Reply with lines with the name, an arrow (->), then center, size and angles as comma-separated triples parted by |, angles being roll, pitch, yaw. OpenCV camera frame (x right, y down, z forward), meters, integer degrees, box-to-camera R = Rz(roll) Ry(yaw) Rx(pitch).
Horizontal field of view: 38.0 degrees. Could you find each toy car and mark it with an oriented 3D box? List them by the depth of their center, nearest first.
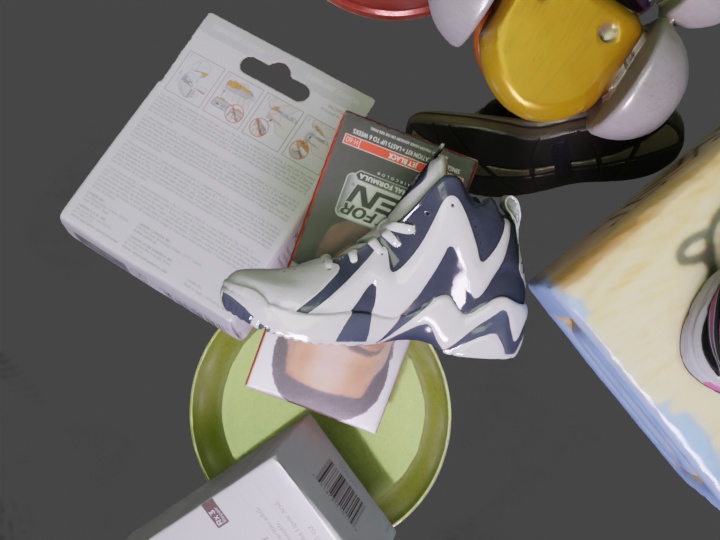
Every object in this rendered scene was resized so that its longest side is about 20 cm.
toy car -> 0.149, -0.195, 0.688 | 0.174, 0.150, 0.201 | 32, 102, -6

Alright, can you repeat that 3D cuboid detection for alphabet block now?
alphabet block -> 0.249, 0.019, 0.686 | 0.200, 0.196, 0.196 | -40, 88, 4

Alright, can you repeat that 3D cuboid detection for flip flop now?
flip flop -> 0.132, -0.102, 0.762 | 0.198, 0.081, 0.058 | -5, 55, 13

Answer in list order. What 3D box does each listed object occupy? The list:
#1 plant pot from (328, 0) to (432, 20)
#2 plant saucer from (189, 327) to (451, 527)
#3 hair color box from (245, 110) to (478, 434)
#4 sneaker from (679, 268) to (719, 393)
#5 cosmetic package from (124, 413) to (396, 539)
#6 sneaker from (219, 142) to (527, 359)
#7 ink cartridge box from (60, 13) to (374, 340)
plant pot -> 0.019, -0.293, 0.706 | 0.198, 0.195, 0.203 | 0, 90, 6
plant saucer -> -0.030, 0.108, 0.794 | 0.197, 0.031, 0.203 | 0, 90, 5
hair color box -> 0.000, 0.000, 0.735 | 0.101, 0.061, 0.202 | 19, 96, -3
sneaker -> 0.242, -0.023, 0.546 | 0.080, 0.086, 0.202 | 21, 91, 3
cosmetic package -> -0.087, 0.206, 0.745 | 0.199, 0.081, 0.113 | -38, 91, 21
sneaker -> 0.015, -0.019, 0.663 | 0.197, 0.079, 0.131 | 7, 95, -3
ink cartridge box -> -0.103, -0.074, 0.791 | 0.162, 0.057, 0.201 | 30, 72, 14
